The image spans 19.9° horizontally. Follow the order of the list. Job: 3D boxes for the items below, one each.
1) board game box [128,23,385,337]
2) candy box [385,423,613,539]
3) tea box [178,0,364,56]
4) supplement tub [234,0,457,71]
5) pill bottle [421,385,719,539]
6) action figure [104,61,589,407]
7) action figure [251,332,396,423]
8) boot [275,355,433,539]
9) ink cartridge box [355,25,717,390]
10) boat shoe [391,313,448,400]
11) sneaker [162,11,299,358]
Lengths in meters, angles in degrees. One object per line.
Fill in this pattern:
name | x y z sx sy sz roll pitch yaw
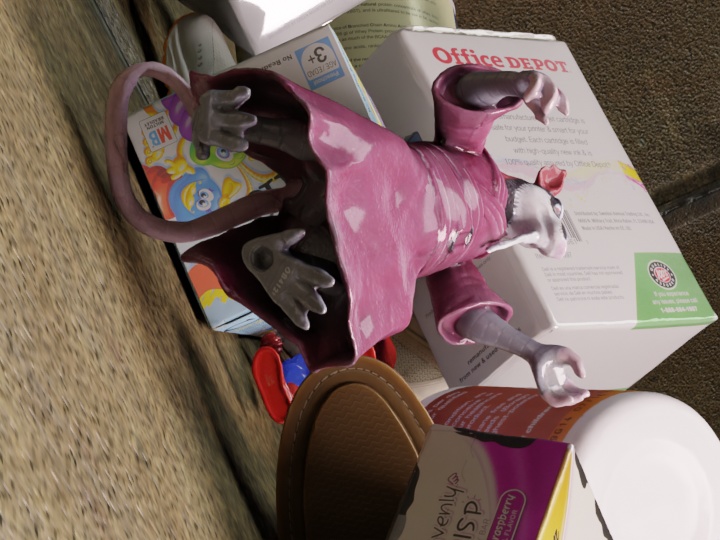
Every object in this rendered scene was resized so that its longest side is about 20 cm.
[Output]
board game box | -0.031 -0.035 0.976 0.200 0.105 0.103 38 28 -85
candy box | 0.058 0.170 0.771 0.137 0.061 0.200 -67 148 -30
tea box | -0.077 -0.256 1.172 0.200 0.133 0.197 40 -22 58
supplement tub | -0.005 -0.114 1.303 0.145 0.144 0.201 60 21 -64
pill bottle | 0.078 0.112 1.003 0.200 0.112 0.112 -2 -63 56
action figure | 0.013 -0.017 0.821 0.200 0.149 0.135 -6 101 -54
action figure | -0.014 0.046 0.991 0.200 0.065 0.052 59 18 -86
boot | 0.012 0.106 0.881 0.155 0.076 0.201 -100 168 -71
ink cartridge box | 0.087 -0.033 1.149 0.145 0.087 0.200 -2 59 -44
boat shoe | 0.000 0.000 1.168 0.200 0.065 0.072 50 25 15
sneaker | -0.038 -0.056 1.118 0.076 0.092 0.201 31 34 -83
